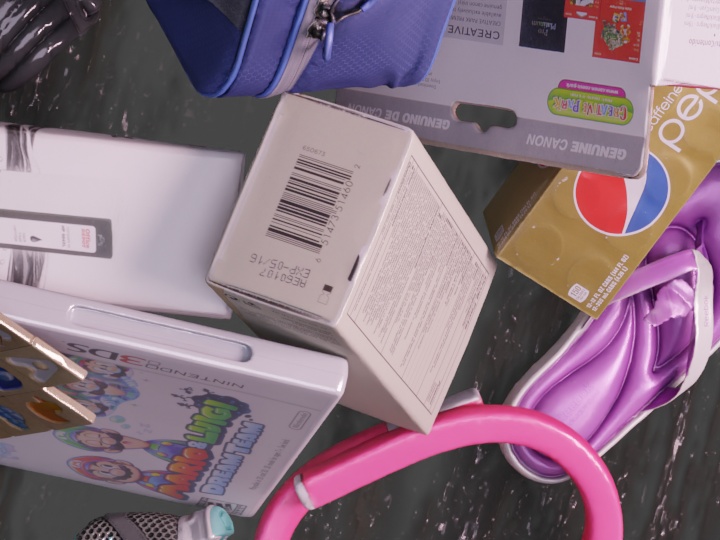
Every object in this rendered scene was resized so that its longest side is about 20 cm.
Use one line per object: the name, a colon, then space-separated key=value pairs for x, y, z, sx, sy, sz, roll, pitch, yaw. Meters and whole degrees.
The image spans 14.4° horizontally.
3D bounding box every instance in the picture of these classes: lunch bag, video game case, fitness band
lunch bag: x=-0.042 y=-0.168 z=1.307 sx=0.132 sy=0.200 sz=0.136 roll=-5 pitch=136 yaw=-28
video game case: x=-0.117 y=0.066 z=1.398 sx=0.181 sy=0.200 sz=0.024 roll=13 pitch=66 yaw=-10
fitness band: x=0.040 y=0.147 z=1.494 sx=0.199 sy=0.037 sz=0.144 roll=-23 pitch=104 yaw=3

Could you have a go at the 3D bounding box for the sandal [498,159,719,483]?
sandal: x=0.153 y=0.033 z=1.501 sx=0.082 sy=0.050 sz=0.203 roll=35 pitch=93 yaw=-12

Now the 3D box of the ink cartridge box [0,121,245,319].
ink cartridge box: x=-0.164 y=-0.029 z=1.394 sx=0.199 sy=0.146 sz=0.085 roll=6 pitch=91 yaw=-10

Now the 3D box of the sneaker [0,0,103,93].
sneaker: x=-0.160 y=-0.179 z=1.422 sx=0.099 sy=0.071 sz=0.200 roll=35 pitch=84 yaw=-26

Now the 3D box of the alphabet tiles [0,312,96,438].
alphabet tiles: x=-0.224 y=0.036 z=1.349 sx=0.166 sy=0.200 sz=0.006 roll=38 pitch=59 yaw=-31

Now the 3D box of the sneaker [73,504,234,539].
sneaker: x=-0.120 y=0.216 z=1.483 sx=0.091 sy=0.078 sz=0.201 roll=8 pitch=93 yaw=6

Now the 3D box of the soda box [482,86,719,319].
soda box: x=0.148 y=-0.079 z=1.452 sx=0.068 sy=0.064 sz=0.200 roll=31 pitch=107 yaw=-16

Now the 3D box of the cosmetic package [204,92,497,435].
cosmetic package: x=0.000 y=0.000 z=1.386 sx=0.073 sy=0.200 sz=0.104 roll=19 pitch=77 yaw=18

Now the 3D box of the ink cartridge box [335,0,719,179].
ink cartridge box: x=0.092 y=-0.143 z=1.393 sx=0.084 sy=0.199 sz=0.176 roll=-1 pitch=101 yaw=-50

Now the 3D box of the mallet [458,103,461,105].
mallet: x=0.118 y=-0.129 z=1.484 sx=0.199 sy=0.041 sz=0.066 roll=-12 pitch=102 yaw=-3
